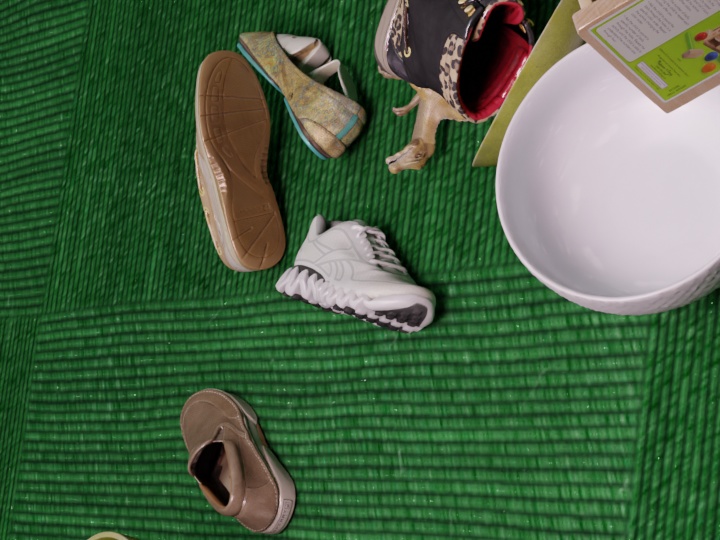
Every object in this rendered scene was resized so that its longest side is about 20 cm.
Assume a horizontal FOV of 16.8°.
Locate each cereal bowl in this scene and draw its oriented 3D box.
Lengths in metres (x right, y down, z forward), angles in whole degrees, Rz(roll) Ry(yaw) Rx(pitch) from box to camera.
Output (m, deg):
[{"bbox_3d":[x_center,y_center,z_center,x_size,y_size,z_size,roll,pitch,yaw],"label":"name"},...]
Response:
[{"bbox_3d":[0.197,-0.060,1.654,0.200,0.083,0.201,-10,66,24],"label":"cereal bowl"}]

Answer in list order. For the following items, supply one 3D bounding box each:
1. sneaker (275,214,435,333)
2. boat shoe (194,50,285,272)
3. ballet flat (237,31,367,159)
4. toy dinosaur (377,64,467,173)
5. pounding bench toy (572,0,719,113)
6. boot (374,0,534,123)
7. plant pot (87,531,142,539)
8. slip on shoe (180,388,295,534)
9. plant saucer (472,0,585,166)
[{"bbox_3d":[0.000,0.000,1.994,0.200,0.075,0.081,17,85,58],"label":"sneaker"},{"bbox_3d":[-0.120,-0.094,2.186,0.069,0.074,0.201,-20,76,61],"label":"boat shoe"},{"bbox_3d":[-0.046,-0.167,2.136,0.071,0.071,0.200,-63,34,22],"label":"ballet flat"},{"bbox_3d":[0.077,-0.171,1.961,0.101,0.058,0.200,47,115,34],"label":"toy dinosaur"},{"bbox_3d":[0.182,-0.230,1.558,0.124,0.200,0.156,-30,54,22],"label":"pounding bench toy"},{"bbox_3d":[0.082,-0.218,1.846,0.151,0.073,0.200,47,121,57],"label":"boot"},{"bbox_3d":[-0.126,0.314,1.956,0.187,0.200,0.188,-25,60,52],"label":"plant pot"},{"bbox_3d":[-0.123,0.163,2.135,0.076,0.060,0.200,-65,34,20],"label":"slip on shoe"},{"bbox_3d":[0.143,-0.156,1.770,0.200,0.031,0.200,-60,-3,-4],"label":"plant saucer"}]
